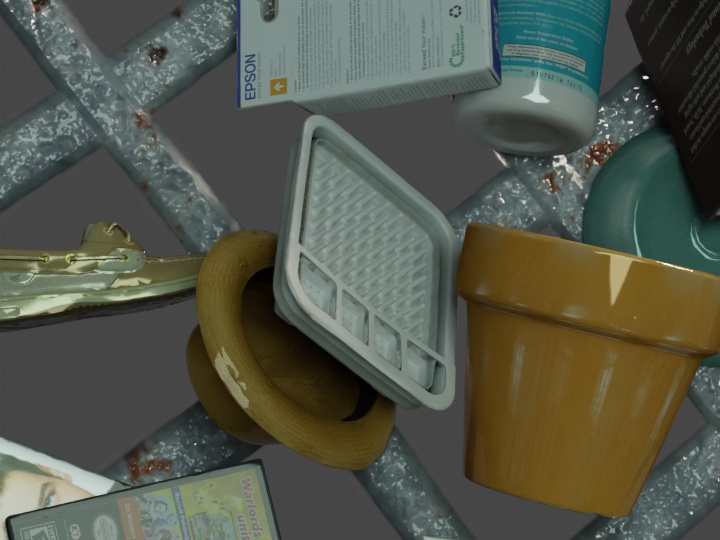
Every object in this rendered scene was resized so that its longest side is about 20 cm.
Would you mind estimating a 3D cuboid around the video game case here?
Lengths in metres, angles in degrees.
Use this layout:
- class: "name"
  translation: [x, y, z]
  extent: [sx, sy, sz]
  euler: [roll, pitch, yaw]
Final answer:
- class: "video game case"
  translation: [-0.131, 0.245, 1.472]
  extent: [0.180, 0.026, 0.201]
  euler: [-12, 81, -15]

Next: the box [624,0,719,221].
- class: "box"
  translation: [0.330, -0.171, 1.657]
  extent: [0.165, 0.164, 0.201]
  euler: [-10, 65, -21]

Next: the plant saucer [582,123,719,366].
- class: "plant saucer"
  translation: [0.274, -0.026, 1.698]
  extent: [0.199, 0.036, 0.201]
  euler: [3, 75, -13]

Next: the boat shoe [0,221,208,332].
- class: "boat shoe"
  translation: [-0.188, -0.002, 1.558]
  extent: [0.199, 0.074, 0.067]
  euler: [-8, 83, -16]

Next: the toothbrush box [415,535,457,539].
- class: "toothbrush box"
  translation: [0.117, 0.246, 1.531]
  extent: [0.199, 0.146, 0.086]
  euler: [9, 74, -12]

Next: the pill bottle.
- class: "pill bottle"
  translation: [0.137, -0.197, 1.669]
  extent: [0.110, 0.111, 0.201]
  euler: [12, 74, -10]

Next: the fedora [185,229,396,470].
- class: "fedora"
  translation: [-0.060, 0.067, 1.545]
  extent: [0.200, 0.082, 0.201]
  euler: [33, 40, -34]

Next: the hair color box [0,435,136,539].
- class: "hair color box"
  translation: [-0.189, 0.196, 1.513]
  extent: [0.199, 0.061, 0.099]
  euler: [21, 73, -7]

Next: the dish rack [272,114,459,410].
- class: "dish rack"
  translation: [0.000, 0.000, 1.564]
  extent: [0.172, 0.043, 0.200]
  euler: [38, 38, -28]

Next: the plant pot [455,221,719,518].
- class: "plant pot"
  translation: [0.155, 0.075, 1.570]
  extent: [0.200, 0.200, 0.184]
  euler: [12, 91, -10]

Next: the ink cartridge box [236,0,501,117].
- class: "ink cartridge box"
  translation: [0.005, -0.217, 1.646]
  extent: [0.199, 0.043, 0.197]
  euler: [-8, 67, 18]
